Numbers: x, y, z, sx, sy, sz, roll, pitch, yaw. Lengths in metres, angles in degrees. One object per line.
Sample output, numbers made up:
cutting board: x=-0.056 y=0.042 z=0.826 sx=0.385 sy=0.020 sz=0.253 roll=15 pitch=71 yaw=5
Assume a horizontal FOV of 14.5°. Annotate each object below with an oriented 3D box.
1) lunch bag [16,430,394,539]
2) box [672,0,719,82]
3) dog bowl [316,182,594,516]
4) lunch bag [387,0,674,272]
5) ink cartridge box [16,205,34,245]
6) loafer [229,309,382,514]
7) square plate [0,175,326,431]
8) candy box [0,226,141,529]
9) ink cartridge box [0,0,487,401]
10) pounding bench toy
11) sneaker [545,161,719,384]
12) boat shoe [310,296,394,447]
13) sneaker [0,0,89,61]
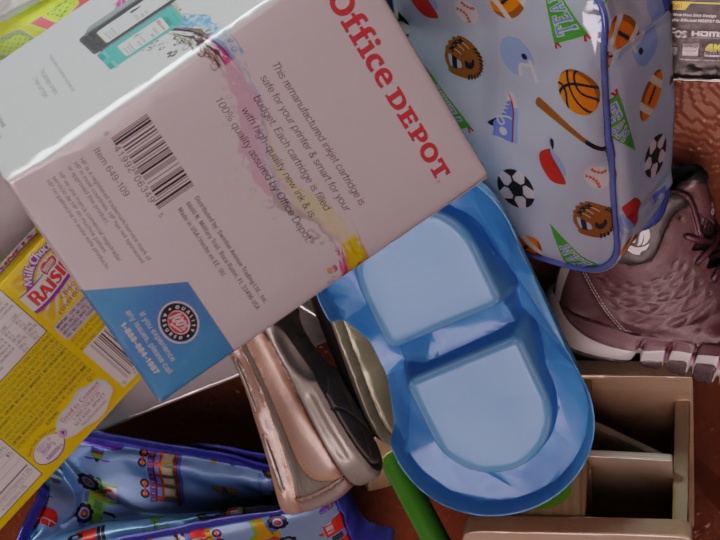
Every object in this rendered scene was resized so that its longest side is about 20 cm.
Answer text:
lunch bag: x=-0.080 y=0.161 z=1.630 sx=0.199 sy=0.094 sz=0.151 roll=-2 pitch=146 yaw=12
box: x=0.247 y=-0.177 z=1.482 sx=0.199 sy=0.049 sz=0.160 roll=2 pitch=115 yaw=6
dog bowl: x=0.052 y=0.032 z=1.502 sx=0.111 sy=0.050 sz=0.201 roll=-23 pitch=102 yaw=15
lunch bag: x=0.085 y=-0.104 z=1.495 sx=0.160 sy=0.076 sz=0.201 roll=19 pitch=131 yaw=31
ink cartridge box: x=-0.262 y=-0.057 z=1.613 sx=0.199 sy=0.042 sz=0.120 roll=13 pitch=117 yaw=2
loafer: x=-0.062 y=0.038 z=1.539 sx=0.063 sy=0.072 sz=0.200 roll=-32 pitch=83 yaw=13
square plate: x=-0.132 y=-0.011 z=1.598 sx=0.199 sy=0.028 sz=0.199 roll=-22 pitch=120 yaw=1
candy box: x=-0.184 y=0.054 z=1.563 sx=0.200 sy=0.026 sz=0.102 roll=-47 pitch=111 yaw=-1
ink cartridge box: x=-0.070 y=-0.069 z=1.410 sx=0.200 sy=0.146 sz=0.147 roll=-34 pitch=117 yaw=-3
pounding bench toy: x=0.088 y=0.148 z=1.594 sx=0.199 sy=0.156 sz=0.125 roll=1 pitch=130 yaw=7
sneaker: x=0.204 y=0.001 z=1.565 sx=0.199 sy=0.076 sz=0.116 roll=9 pitch=115 yaw=3
boat shoe: x=0.000 y=0.000 z=1.560 sx=0.071 sy=0.061 sz=0.202 roll=-17 pitch=104 yaw=-12
sneaker: x=-0.140 y=-0.149 z=1.537 sx=0.199 sy=0.078 sz=0.090 roll=-18 pitch=122 yaw=22
